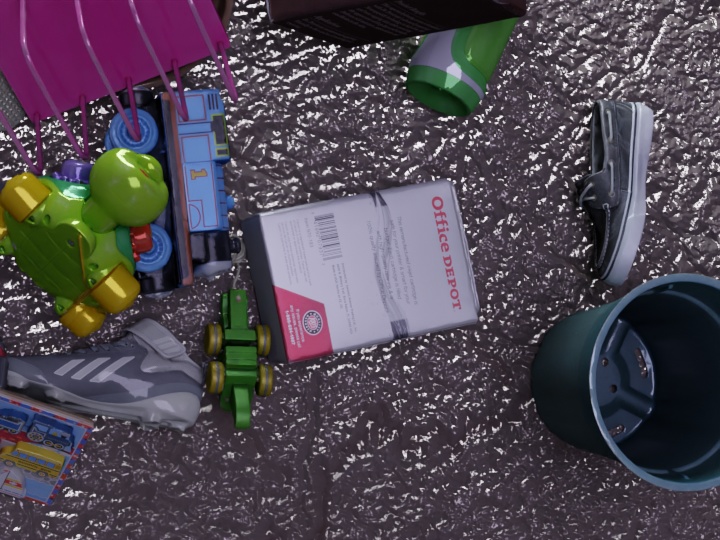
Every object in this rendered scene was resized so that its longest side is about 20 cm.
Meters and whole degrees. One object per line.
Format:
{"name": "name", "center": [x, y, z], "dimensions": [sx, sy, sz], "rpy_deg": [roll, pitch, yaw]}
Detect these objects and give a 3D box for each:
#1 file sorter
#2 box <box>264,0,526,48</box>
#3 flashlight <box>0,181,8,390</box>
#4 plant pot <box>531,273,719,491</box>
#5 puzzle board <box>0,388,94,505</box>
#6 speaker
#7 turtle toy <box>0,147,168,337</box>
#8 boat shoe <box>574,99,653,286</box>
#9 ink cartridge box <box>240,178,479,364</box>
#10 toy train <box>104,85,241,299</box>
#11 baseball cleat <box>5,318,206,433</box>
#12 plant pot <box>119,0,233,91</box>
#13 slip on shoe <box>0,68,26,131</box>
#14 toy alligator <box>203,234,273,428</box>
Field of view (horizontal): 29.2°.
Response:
{"name": "file sorter", "center": [-0.222, -0.188, 1.202], "dimensions": [0.200, 0.126, 0.139], "rpy_deg": [-21, 132, 2]}
{"name": "box", "center": [0.030, -0.314, 1.294], "dimensions": [0.200, 0.166, 0.165], "rpy_deg": [-6, 86, 25]}
{"name": "flashlight", "center": [-0.338, 0.014, 1.234], "dimensions": [0.068, 0.068, 0.200], "rpy_deg": [3, 64, -1]}
{"name": "plant pot", "center": [0.273, 0.109, 1.364], "dimensions": [0.200, 0.196, 0.201], "rpy_deg": [1, 86, -17]}
{"name": "puzzle board", "center": [-0.348, 0.143, 1.209], "dimensions": [0.200, 0.151, 0.017], "rpy_deg": [21, 46, -14]}
{"name": "speaker", "center": [0.118, -0.260, 1.402], "dimensions": [0.088, 0.088, 0.200], "rpy_deg": [27, 79, -13]}
{"name": "turtle toy", "center": [-0.233, -0.038, 1.183], "dimensions": [0.146, 0.200, 0.101], "rpy_deg": [47, 53, -11]}
{"name": "boat shoe", "center": [0.257, -0.083, 1.447], "dimensions": [0.071, 0.072, 0.200], "rpy_deg": [10, 73, -7]}
{"name": "ink cartridge box", "center": [0.000, 0.000, 1.349], "dimensions": [0.200, 0.083, 0.146], "rpy_deg": [-11, 90, -18]}
{"name": "toy train", "center": [-0.175, -0.076, 1.298], "dimensions": [0.114, 0.087, 0.201], "rpy_deg": [-7, 88, -15]}
{"name": "baseball cleat", "center": [-0.243, 0.089, 1.289], "dimensions": [0.200, 0.070, 0.107], "rpy_deg": [16, 66, -17]}
{"name": "plant pot", "center": [-0.222, -0.273, 1.275], "dimensions": [0.200, 0.093, 0.201], "rpy_deg": [-8, 132, -9]}
{"name": "slip on shoe", "center": [-0.348, -0.228, 1.277], "dimensions": [0.074, 0.061, 0.201], "rpy_deg": [-22, 107, -52]}
{"name": "toy alligator", "center": [-0.121, 0.065, 1.324], "dimensions": [0.059, 0.054, 0.200], "rpy_deg": [3, 61, -17]}
